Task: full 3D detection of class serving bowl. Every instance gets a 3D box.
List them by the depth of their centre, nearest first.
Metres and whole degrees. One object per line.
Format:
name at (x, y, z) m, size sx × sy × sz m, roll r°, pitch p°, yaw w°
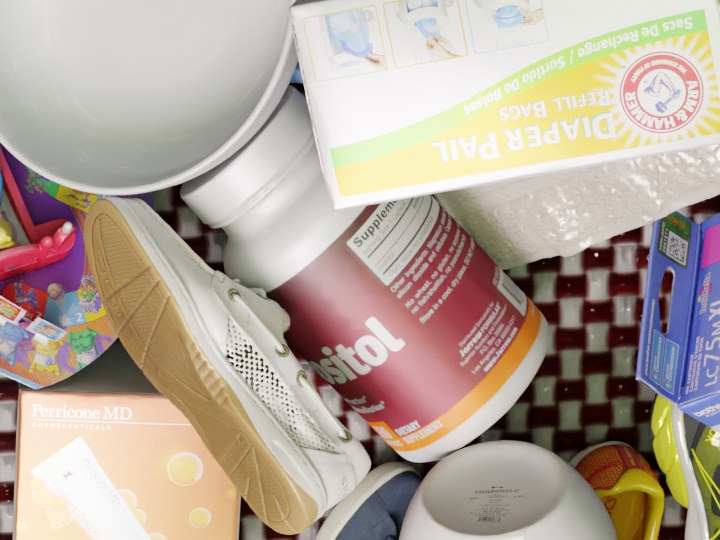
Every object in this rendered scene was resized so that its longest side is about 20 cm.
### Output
serving bowl at (-0.111, -0.139, 1.201) m, size 0.199 × 0.066 × 0.201 m, roll 0°, pitch 90°, yaw 22°

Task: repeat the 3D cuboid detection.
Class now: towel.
towel at (0.105, -0.076, 1.229) m, size 0.200 × 0.035 × 0.133 m, roll -23°, pitch 113°, yaw 38°

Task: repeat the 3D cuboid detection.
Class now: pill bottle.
pill bottle at (0.000, 0.000, 1.252) m, size 0.113 × 0.113 × 0.200 m, roll -43°, pitch 104°, yaw 7°

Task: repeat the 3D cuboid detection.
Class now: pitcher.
pitcher at (0.111, 0.193, 1.252) m, size 0.171 × 0.121 × 0.201 m, roll -4°, pitch 124°, yaw 12°

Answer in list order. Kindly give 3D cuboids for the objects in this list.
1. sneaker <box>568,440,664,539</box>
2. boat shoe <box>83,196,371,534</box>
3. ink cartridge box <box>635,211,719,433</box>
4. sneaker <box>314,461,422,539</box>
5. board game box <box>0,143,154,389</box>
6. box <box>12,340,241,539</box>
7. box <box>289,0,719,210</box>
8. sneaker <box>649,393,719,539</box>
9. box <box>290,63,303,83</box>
sneaker at (0.130, 0.200, 1.339) m, size 0.073 × 0.077 × 0.201 m, roll 4°, pitch 107°, yaw -8°
boat shoe at (-0.068, 0.040, 1.199) m, size 0.069 × 0.071 × 0.200 m, roll -32°, pitch 84°, yaw -32°
ink cartridge box at (0.238, 0.047, 1.267) m, size 0.200 × 0.042 × 0.120 m, roll 28°, pitch 57°, yaw -26°
sneaker at (0.004, 0.206, 1.291) m, size 0.084 × 0.075 × 0.201 m, roll 18°, pitch 74°, yaw 30°
board game box at (-0.198, -0.038, 1.213) m, size 0.199 × 0.039 × 0.158 m, roll 26°, pitch 64°, yaw -12°
box at (-0.131, 0.147, 1.287) m, size 0.124 × 0.098 × 0.201 m, roll 2°, pitch 105°, yaw -6°
box at (0.078, -0.106, 1.111) m, size 0.199 × 0.113 × 0.102 m, roll -10°, pitch 105°, yaw 10°
sneaker at (0.231, 0.147, 1.317) m, size 0.074 × 0.084 × 0.201 m, roll -39°, pitch 111°, yaw -41°
box at (-0.011, -0.197, 1.199) m, size 0.136 × 0.040 × 0.201 m, roll 6°, pitch 108°, yaw 28°
